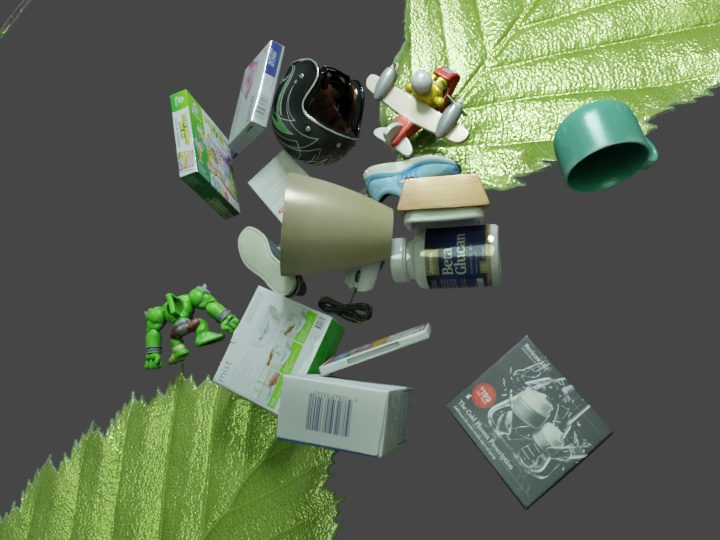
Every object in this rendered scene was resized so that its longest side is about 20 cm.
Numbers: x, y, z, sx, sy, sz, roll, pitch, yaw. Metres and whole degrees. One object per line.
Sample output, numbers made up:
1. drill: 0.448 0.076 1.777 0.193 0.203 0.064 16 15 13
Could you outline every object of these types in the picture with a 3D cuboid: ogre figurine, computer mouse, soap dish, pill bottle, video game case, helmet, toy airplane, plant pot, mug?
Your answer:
1. ogre figurine: -0.353 0.108 1.270 0.198 0.098 0.122 -29 76 17
2. computer mouse: 0.000 0.000 1.234 0.108 0.044 0.203 17 77 22
3. soap dish: 0.147 -0.122 1.140 0.154 0.200 0.083 -4 90 7
4. pill bottle: 0.157 -0.023 1.160 0.195 0.111 0.114 -3 70 15
5. video game case: 0.031 0.138 1.124 0.196 0.143 0.018 -20 88 8
6. helmet: -0.091 -0.314 1.294 0.196 0.200 0.195 9 90 18
7. toy airplane: 0.110 -0.328 1.245 0.195 0.142 0.203 -3 58 3
8. plant pot: -0.041 -0.076 1.159 0.195 0.188 0.192 5 71 -2
9. mug: 0.436 -0.227 1.145 0.150 0.183 0.117 -28 60 31

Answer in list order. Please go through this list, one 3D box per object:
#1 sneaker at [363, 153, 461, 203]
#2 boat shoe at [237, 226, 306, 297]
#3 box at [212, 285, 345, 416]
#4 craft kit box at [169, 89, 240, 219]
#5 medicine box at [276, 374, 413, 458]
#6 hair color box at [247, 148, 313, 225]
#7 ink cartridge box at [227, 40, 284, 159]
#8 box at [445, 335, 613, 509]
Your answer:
1. sneaker: 0.107 -0.176 1.263 0.196 0.078 0.092 -10 87 16
2. boat shoe: -0.178 -0.017 1.280 0.199 0.061 0.076 39 101 33
3. box: -0.153 0.159 1.192 0.174 0.097 0.203 19 77 22
4. craft kit box: -0.326 -0.239 1.329 0.048 0.200 0.201 -19 67 8
5. medicine box: -0.020 0.238 1.061 0.178 0.200 0.105 5 82 17
6. hair color box: -0.133 -0.144 1.314 0.111 0.064 0.200 -41 64 -1
7. ink cartridge box: -0.239 -0.366 1.368 0.199 0.043 0.201 -19 57 55
8. box: 0.272 0.249 1.033 0.181 0.104 0.201 -39 66 -2
